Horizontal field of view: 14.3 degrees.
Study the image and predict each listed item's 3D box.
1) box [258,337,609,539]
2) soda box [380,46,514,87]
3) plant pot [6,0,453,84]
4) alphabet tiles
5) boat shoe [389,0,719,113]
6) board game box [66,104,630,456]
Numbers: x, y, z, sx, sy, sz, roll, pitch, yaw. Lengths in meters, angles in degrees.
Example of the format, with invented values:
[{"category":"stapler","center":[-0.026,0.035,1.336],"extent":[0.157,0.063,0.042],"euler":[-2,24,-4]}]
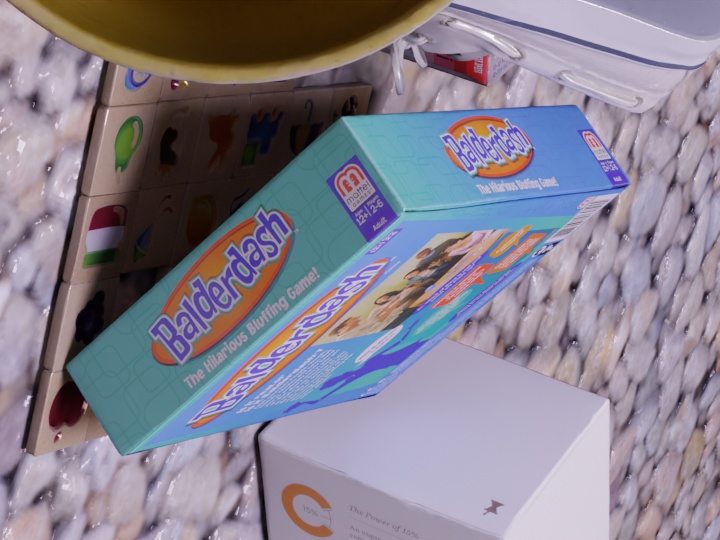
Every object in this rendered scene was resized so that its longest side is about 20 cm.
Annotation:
[{"category":"box","center":[0.036,0.138,1.280],"extent":[0.098,0.124,0.201],"euler":[-47,147,-39]},{"category":"soda box","center":[0.079,-0.155,1.224],"extent":[0.200,0.063,0.070],"euler":[-41,142,-44]},{"category":"plant pot","center":[-0.034,-0.169,0.878],"extent":[0.142,0.199,0.201],"euler":[-75,178,-75]},{"category":"alphabet tiles","center":[-0.056,-0.021,1.120],"extent":[0.200,0.008,0.168],"euler":[-12,118,-61]},{"category":"boat shoe","center":[0.037,-0.106,1.102],"extent":[0.086,0.201,0.075],"euler":[-52,-148,41]},{"category":"board game box","center":[0.000,0.000,1.098],"extent":[0.152,0.045,0.200],"euler":[-40,166,24]}]
